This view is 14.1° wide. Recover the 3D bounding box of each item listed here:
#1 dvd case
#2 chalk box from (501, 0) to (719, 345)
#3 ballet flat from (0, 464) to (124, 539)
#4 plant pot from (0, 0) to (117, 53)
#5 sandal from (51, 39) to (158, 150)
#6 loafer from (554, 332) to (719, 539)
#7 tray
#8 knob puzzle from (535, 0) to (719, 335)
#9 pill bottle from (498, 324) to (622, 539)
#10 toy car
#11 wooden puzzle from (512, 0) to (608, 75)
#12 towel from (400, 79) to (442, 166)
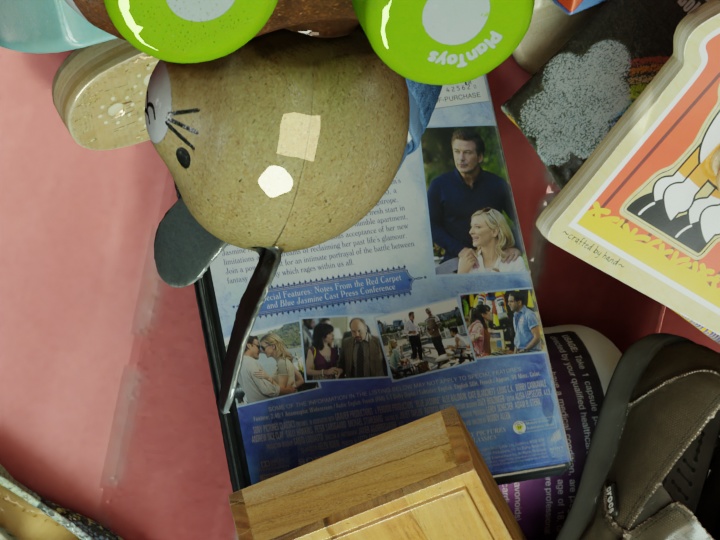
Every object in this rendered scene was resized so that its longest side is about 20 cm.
[{"bbox_3d":[0.000,0.000,1.228,0.143,0.018,0.200,-9,76,-11],"label":"dvd case"},{"bbox_3d":[0.186,-0.078,1.233,0.200,0.125,0.124,-44,132,12],"label":"chalk box"},{"bbox_3d":[-0.149,0.131,1.267,0.200,0.074,0.074,36,96,-25],"label":"ballet flat"},{"bbox_3d":[-0.096,-0.163,1.101,0.141,0.200,0.142,-17,113,-11],"label":"plant pot"},{"bbox_3d":[-0.018,-0.091,1.194,0.212,0.070,0.078,-27,145,-8],"label":"sandal"},{"bbox_3d":[0.122,0.120,1.199,0.073,0.071,0.200,24,73,-39],"label":"loafer"},{"bbox_3d":[0.025,0.138,1.221,0.099,0.037,0.200,-22,143,6],"label":"tray"},{"bbox_3d":[0.196,-0.052,1.154,0.219,0.030,0.220,-13,129,-16],"label":"knob puzzle"},{"bbox_3d":[0.051,0.084,1.285,0.200,0.112,0.113,-5,111,-14],"label":"pill bottle"},{"bbox_3d":[-0.044,-0.062,0.967,0.158,0.164,0.200,4,121,-18],"label":"toy car"},{"bbox_3d":[0.131,-0.198,1.241,0.185,0.046,0.200,-22,114,-8],"label":"wooden puzzle"},{"bbox_3d":[0.024,-0.136,1.122,0.048,0.112,0.200,14,76,13],"label":"towel"}]
